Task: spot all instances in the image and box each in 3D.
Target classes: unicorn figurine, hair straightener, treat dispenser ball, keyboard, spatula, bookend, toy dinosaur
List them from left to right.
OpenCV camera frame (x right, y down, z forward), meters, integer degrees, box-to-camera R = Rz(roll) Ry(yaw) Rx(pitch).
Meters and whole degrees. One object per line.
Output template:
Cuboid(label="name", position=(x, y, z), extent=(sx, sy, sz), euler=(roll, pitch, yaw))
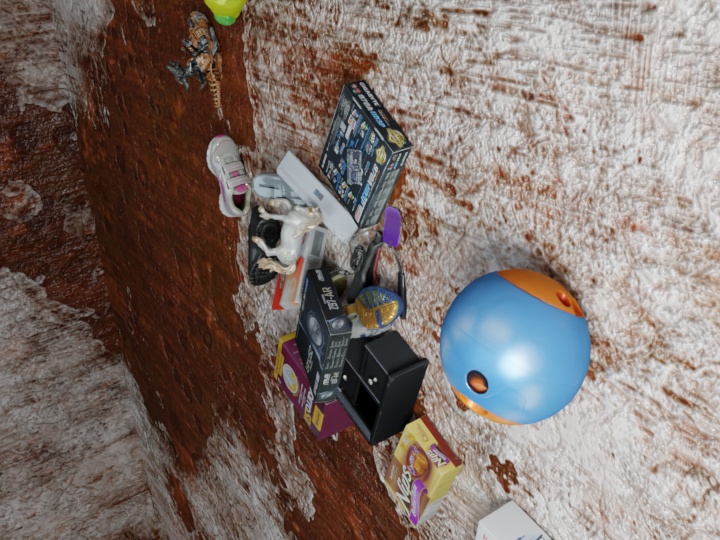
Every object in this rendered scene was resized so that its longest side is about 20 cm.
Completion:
Cuboid(label="toy dinosaur", position=(-0.357, -0.469, 1.772), extent=(0.134, 0.101, 0.205), euler=(-19, 69, 44))
Cuboid(label="unicorn figurine", position=(-0.140, -0.081, 1.533), extent=(0.135, 0.074, 0.203), euler=(24, 131, 20))
Cuboid(label="keyboard", position=(-0.082, -0.139, 1.504), extent=(0.200, 0.011, 0.056), euler=(47, 122, 7))
Cuboid(label="hair straightener", position=(0.000, 0.000, 1.443), extent=(0.202, 0.075, 0.041), euler=(107, 146, -46))
Cuboid(label="bookend", position=(0.019, 0.185, 1.501), extent=(0.199, 0.091, 0.203), euler=(50, 143, 33))
Cuboid(label="spatula", position=(0.065, -0.009, 1.386), extent=(0.056, 0.020, 0.205), euler=(23, 127, 59))
Cuboid(label="treat dispenser ball", position=(0.202, 0.100, 1.043), extent=(0.200, 0.198, 0.205), euler=(35, 134, 45))

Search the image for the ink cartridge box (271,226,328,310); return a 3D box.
Cuboid(label="ink cartridge box", position=(-0.144, -0.004, 1.639), extent=(0.198, 0.049, 0.166), euler=(-7, 69, 57))

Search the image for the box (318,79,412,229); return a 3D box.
Cuboid(label="box", position=(0.002, -0.196, 1.362), extent=(0.160, 0.045, 0.201), euler=(56, 147, 24))

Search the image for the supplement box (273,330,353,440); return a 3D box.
Cuboid(label="supplement box", position=(-0.095, 0.240, 1.710), extent=(0.200, 0.102, 0.133), euler=(48, 142, 33))

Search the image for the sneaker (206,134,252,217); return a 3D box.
Cuboid(label="sneaker", position=(-0.290, -0.213, 1.816), extent=(0.088, 0.080, 0.204), euler=(24, 134, 50))

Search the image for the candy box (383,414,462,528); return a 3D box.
Cuboid(label="candy box", position=(0.113, 0.380, 1.490), extent=(0.117, 0.056, 0.202), euler=(52, 144, 30))

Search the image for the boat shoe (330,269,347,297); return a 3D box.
Cuboid(label="boat shoe", position=(-0.087, 0.049, 1.622), extent=(0.067, 0.071, 0.202), euler=(60, 148, 19))

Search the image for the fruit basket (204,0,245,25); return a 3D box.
Cuboid(label="fruit basket", position=(-0.275, -0.577, 1.531), extent=(0.213, 0.153, 0.221), euler=(6, 99, 45))

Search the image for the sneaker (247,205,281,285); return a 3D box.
Cuboid(label="sneaker", position=(-0.226, -0.057, 1.809), extent=(0.091, 0.074, 0.203), euler=(54, 140, 44))

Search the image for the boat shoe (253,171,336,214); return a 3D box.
Cuboid(label="boat shoe", position=(-0.120, -0.166, 1.565), extent=(0.197, 0.066, 0.075), euler=(20, 120, 28))

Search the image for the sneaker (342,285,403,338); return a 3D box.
Cuboid(label="sneaker", position=(0.031, 0.075, 1.434), extent=(0.199, 0.086, 0.077), euler=(-25, 68, 56))

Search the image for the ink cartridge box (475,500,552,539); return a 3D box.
Cuboid(label="ink cartridge box", position=(0.272, 0.498, 1.264), extent=(0.199, 0.085, 0.149), euler=(39, 137, 41))

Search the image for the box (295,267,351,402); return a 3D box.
Cuboid(label="box", position=(-0.073, 0.123, 1.492), extent=(0.202, 0.043, 0.162), euler=(104, 152, -44))
